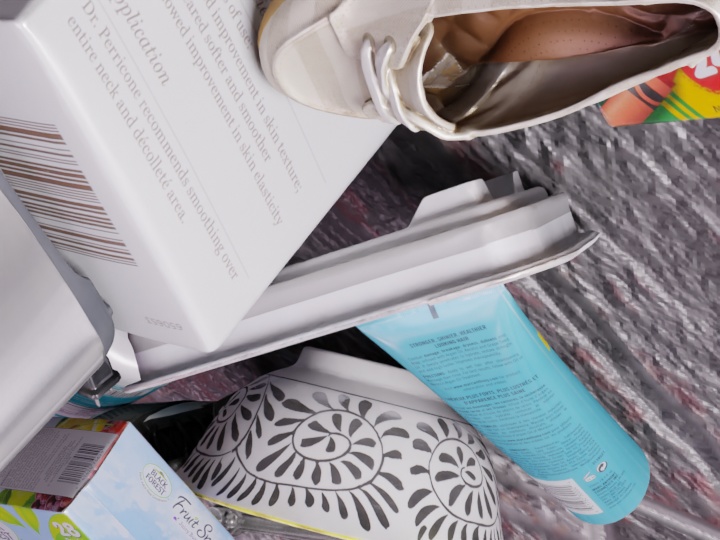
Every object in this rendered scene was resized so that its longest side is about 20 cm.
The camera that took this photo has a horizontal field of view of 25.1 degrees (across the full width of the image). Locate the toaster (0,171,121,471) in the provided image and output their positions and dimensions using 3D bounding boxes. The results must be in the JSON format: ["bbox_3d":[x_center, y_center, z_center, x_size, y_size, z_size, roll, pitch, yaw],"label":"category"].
[{"bbox_3d":[-0.186,0.017,0.605,0.113,0.129,0.201,9,140,42],"label":"toaster"}]

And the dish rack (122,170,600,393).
[{"bbox_3d":[0.000,0.000,0.715,0.199,0.172,0.044,-18,92,15],"label":"dish rack"}]

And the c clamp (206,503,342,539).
[{"bbox_3d":[-0.042,0.160,1.040,0.169,0.027,0.200,2,172,21],"label":"c clamp"}]

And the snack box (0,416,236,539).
[{"bbox_3d":[-0.155,0.158,0.917,0.199,0.068,0.169,-3,133,45],"label":"snack box"}]

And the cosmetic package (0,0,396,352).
[{"bbox_3d":[-0.092,-0.104,0.668,0.165,0.200,0.168,12,141,38],"label":"cosmetic package"}]

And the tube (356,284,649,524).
[{"bbox_3d":[0.081,0.065,0.800,0.077,0.051,0.200,-21,140,24],"label":"tube"}]

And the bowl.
[{"bbox_3d":[-0.001,0.099,0.920,0.199,0.095,0.201,13,176,1],"label":"bowl"}]

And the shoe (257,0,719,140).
[{"bbox_3d":[0.042,-0.082,0.547,0.199,0.054,0.070,-8,134,34],"label":"shoe"}]

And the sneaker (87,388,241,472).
[{"bbox_3d":[-0.094,0.105,1.018,0.090,0.199,0.067,-31,66,39],"label":"sneaker"}]

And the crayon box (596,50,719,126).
[{"bbox_3d":[0.101,-0.143,0.549,0.126,0.051,0.201,0,132,49],"label":"crayon box"}]

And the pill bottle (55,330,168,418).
[{"bbox_3d":[-0.170,0.035,1.038,0.111,0.111,0.200,45,150,-11],"label":"pill bottle"}]
